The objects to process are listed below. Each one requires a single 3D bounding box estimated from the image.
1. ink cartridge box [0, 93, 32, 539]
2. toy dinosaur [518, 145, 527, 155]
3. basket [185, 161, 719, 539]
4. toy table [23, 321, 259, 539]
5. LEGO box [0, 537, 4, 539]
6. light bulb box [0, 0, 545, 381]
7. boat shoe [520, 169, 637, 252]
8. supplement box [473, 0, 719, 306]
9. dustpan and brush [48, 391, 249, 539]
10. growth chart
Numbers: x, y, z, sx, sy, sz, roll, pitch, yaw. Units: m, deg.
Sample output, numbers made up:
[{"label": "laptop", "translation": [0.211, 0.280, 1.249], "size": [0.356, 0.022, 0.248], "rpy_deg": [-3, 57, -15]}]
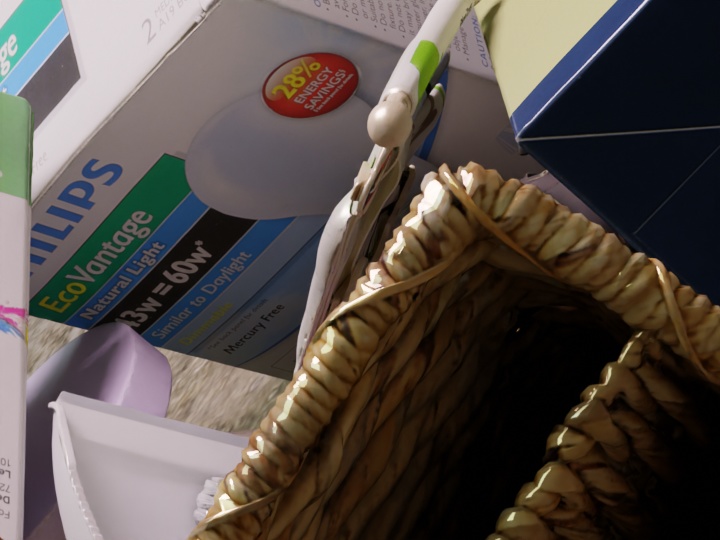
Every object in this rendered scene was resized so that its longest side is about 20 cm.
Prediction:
[{"label": "ink cartridge box", "translation": [-0.185, 0.047, 1.010], "size": [0.145, 0.084, 0.201], "rpy_deg": [-42, 40, 45]}, {"label": "toy dinosaur", "translation": [0.092, -0.115, 1.055], "size": [0.199, 0.137, 0.102], "rpy_deg": [-9, -5, -8]}, {"label": "basket", "translation": [0.040, 0.108, 0.593], "size": [0.201, 0.142, 0.149], "rpy_deg": [-55, -28, -5]}, {"label": "toy table", "translation": [-0.088, 0.107, 1.083], "size": [0.184, 0.117, 0.200], "rpy_deg": [-48, 15, 7]}, {"label": "LEGO box", "translation": [-0.068, 0.157, 0.763], "size": [0.077, 0.200, 0.149], "rpy_deg": [-55, 17, -18]}, {"label": "light bulb box", "translation": [-0.042, -0.071, 1.132], "size": [0.198, 0.199, 0.125], "rpy_deg": [-44, 46, 34]}, {"label": "boat shoe", "translation": [0.057, 0.006, 1.037], "size": [0.073, 0.075, 0.200], "rpy_deg": [-28, 3, -22]}, {"label": "supplement box", "translation": [0.150, -0.099, 0.873], "size": [0.200, 0.134, 0.200], "rpy_deg": [-46, 16, 13]}, {"label": "dustpan and brush", "translation": [-0.033, 0.129, 0.935], "size": [0.057, 0.139, 0.201], "rpy_deg": [-42, 41, 45]}, {"label": "growth chart", "translation": [0.000, 0.000, 0.894], "size": [0.145, 0.018, 0.201], "rpy_deg": [-63, -8, -56]}]
